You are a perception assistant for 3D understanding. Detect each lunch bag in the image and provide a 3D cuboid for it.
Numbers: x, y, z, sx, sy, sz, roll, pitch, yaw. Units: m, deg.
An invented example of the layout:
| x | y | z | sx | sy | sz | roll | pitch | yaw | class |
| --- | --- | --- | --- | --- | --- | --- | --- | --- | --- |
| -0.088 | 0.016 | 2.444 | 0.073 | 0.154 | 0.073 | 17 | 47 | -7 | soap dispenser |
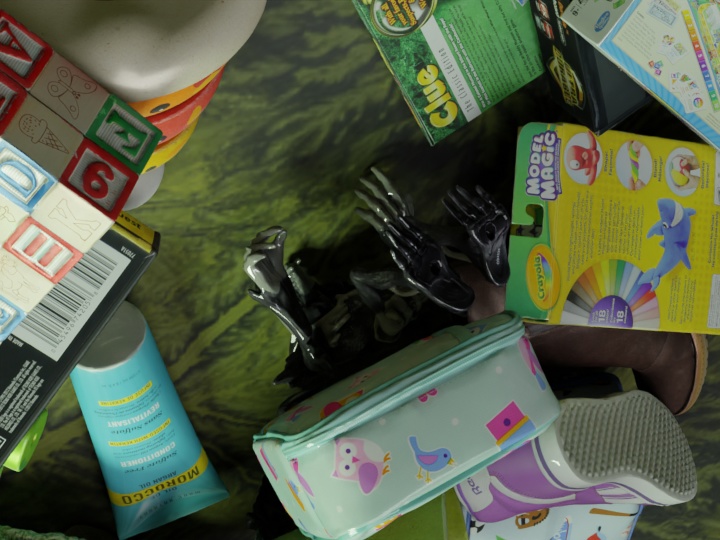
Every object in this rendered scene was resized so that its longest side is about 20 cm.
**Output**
| x | y | z | sx | sy | sz | roll | pitch | yaw | class |
| --- | --- | --- | --- | --- | --- | --- | --- | --- | --- |
| 0.025 | 0.085 | 0.971 | 0.159 | 0.078 | 0.200 | -30 | -179 | -11 | lunch bag |
| 0.120 | 0.161 | 1.220 | 0.158 | 0.076 | 0.202 | -14 | 135 | -15 | lunch bag |

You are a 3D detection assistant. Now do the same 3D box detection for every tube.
| x | y | z | sx | sy | sz | roll | pitch | yaw | class |
| --- | --- | --- | --- | --- | --- | --- | --- | --- | --- |
| -0.134 | 0.098 | 1.043 | 0.077 | 0.051 | 0.201 | -17 | 141 | -5 | tube |

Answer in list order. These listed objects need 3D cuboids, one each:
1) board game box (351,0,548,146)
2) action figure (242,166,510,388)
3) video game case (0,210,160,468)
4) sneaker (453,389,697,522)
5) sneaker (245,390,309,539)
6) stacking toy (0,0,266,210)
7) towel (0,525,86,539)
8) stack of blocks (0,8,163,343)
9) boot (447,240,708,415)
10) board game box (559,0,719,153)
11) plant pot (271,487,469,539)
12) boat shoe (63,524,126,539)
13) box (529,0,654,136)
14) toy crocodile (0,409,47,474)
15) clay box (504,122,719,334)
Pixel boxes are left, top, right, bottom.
| x | y | z | sx | sy | sz | roll | pitch | yaw | class |
| --- | --- | --- | --- | --- | --- | --- | --- | --- | --- |
| 0.044 | -0.162 | 0.917 | 0.104 | 0.024 | 0.201 | -33 | 136 | -1 | board game box |
| 0.000 | 0.000 | 0.985 | 0.119 | 0.103 | 0.199 | -37 | -173 | -35 | action figure |
| -0.229 | 0.011 | 0.865 | 0.180 | 0.026 | 0.201 | 33 | 111 | -16 | video game case |
| 0.133 | 0.125 | 1.109 | 0.114 | 0.074 | 0.199 | -27 | 153 | 33 | sneaker |
| -0.036 | 0.161 | 1.130 | 0.078 | 0.076 | 0.201 | -20 | 136 | -8 | sneaker |
| -0.117 | -0.096 | 0.836 | 0.145 | 0.147 | 0.201 | -18 | 153 | -14 | stacking toy |
| -0.233 | 0.204 | 1.044 | 0.197 | 0.037 | 0.149 | 12 | 131 | -8 | towel |
| -0.188 | -0.026 | 0.757 | 0.115 | 0.059 | 0.200 | 36 | 136 | -14 | stack of blocks |
| 0.138 | 0.041 | 1.115 | 0.165 | 0.072 | 0.202 | -25 | 126 | -15 | boot |
| 0.209 | -0.144 | 0.939 | 0.135 | 0.034 | 0.199 | -52 | 139 | 8 | board game box |
| -0.028 | 0.236 | 1.048 | 0.197 | 0.189 | 0.188 | -10 | 137 | 7 | plant pot |
| -0.140 | 0.234 | 1.142 | 0.063 | 0.074 | 0.200 | -40 | 134 | 20 | boat shoe |
| 0.160 | -0.192 | 0.921 | 0.158 | 0.046 | 0.201 | -34 | 138 | -12 | box |
| -0.201 | 0.048 | 0.948 | 0.067 | 0.062 | 0.201 | 21 | 127 | 4 | toy crocodile |
| 0.158 | -0.023 | 1.023 | 0.198 | 0.047 | 0.117 | 5 | 89 | -32 | clay box |
